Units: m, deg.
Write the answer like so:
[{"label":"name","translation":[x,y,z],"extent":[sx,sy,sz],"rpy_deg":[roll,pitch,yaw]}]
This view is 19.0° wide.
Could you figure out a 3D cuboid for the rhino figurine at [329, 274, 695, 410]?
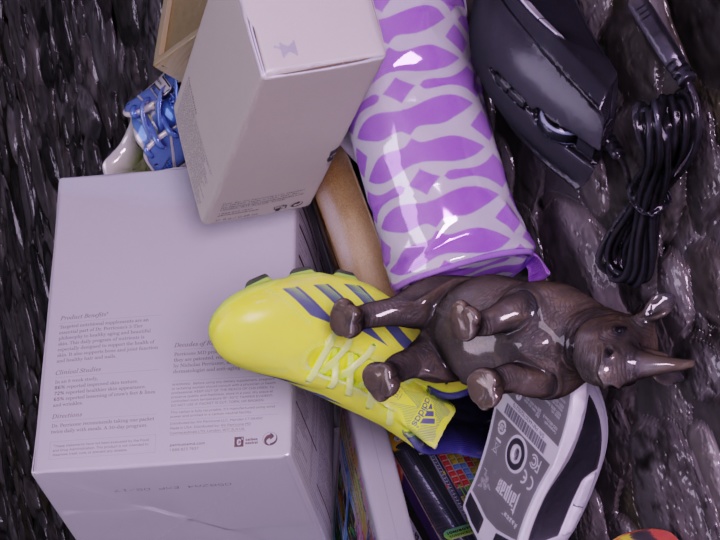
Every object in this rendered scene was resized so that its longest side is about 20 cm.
[{"label":"rhino figurine","translation":[0.082,0.034,1.036],"extent":[0.200,0.087,0.060],"rpy_deg":[4,101,48]}]

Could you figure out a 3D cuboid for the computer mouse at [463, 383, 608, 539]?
[{"label":"computer mouse","translation":[0.089,0.127,1.118],"extent":[0.110,0.044,0.200],"rpy_deg":[50,126,54]}]

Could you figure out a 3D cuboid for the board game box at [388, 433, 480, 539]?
[{"label":"board game box","translation":[0.058,0.217,1.283],"extent":[0.165,0.057,0.200],"rpy_deg":[-121,28,-43]}]

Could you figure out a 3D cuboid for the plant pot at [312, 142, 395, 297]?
[{"label":"plant pot","translation":[0.000,0.000,1.288],"extent":[0.200,0.027,0.200],"rpy_deg":[160,90,-87]}]

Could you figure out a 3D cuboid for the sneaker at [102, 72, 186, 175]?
[{"label":"sneaker","translation":[-0.096,-0.093,1.316],"extent":[0.076,0.077,0.200],"rpy_deg":[61,147,14]}]

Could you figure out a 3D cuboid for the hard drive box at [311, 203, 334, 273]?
[{"label":"hard drive box","translation":[-0.066,-0.105,1.449],"extent":[0.156,0.077,0.200],"rpy_deg":[-121,27,-48]}]

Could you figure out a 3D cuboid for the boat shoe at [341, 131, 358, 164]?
[{"label":"boat shoe","translation":[0.009,-0.134,1.236],"extent":[0.068,0.072,0.200],"rpy_deg":[-43,61,38]}]

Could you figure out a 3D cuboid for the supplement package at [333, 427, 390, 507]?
[{"label":"supplement package","translation":[-0.047,0.184,1.486],"extent":[0.200,0.109,0.114],"rpy_deg":[135,124,-68]}]

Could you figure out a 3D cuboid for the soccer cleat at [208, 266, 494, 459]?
[{"label":"soccer cleat","translation":[0.013,0.055,1.139],"extent":[0.065,0.200,0.084],"rpy_deg":[-53,38,26]}]

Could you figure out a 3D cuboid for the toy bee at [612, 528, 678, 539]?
[{"label":"toy bee","translation":[0.135,0.193,0.966],"extent":[0.200,0.109,0.131],"rpy_deg":[-148,52,-66]}]

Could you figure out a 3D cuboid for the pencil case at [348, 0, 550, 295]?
[{"label":"pencil case","translation":[0.035,-0.084,1.150],"extent":[0.084,0.085,0.200],"rpy_deg":[-30,70,63]}]

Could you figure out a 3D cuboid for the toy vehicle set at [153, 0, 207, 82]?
[{"label":"toy vehicle set","translation":[-0.063,-0.219,1.262],"extent":[0.124,0.027,0.200],"rpy_deg":[-27,46,43]}]

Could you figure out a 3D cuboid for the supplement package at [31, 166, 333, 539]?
[{"label":"supplement package","translation":[-0.100,0.060,1.309],"extent":[0.151,0.152,0.200],"rpy_deg":[73,-165,-58]}]

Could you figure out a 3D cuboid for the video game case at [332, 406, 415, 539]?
[{"label":"video game case","translation":[0.005,0.188,1.248],"extent":[0.200,0.024,0.182],"rpy_deg":[-104,16,-61]}]

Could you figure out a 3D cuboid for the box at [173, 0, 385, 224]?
[{"label":"box","translation":[-0.047,-0.100,1.145],"extent":[0.200,0.068,0.082],"rpy_deg":[125,133,-67]}]

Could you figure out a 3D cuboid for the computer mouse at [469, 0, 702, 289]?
[{"label":"computer mouse","translation":[0.096,-0.100,1.021],"extent":[0.140,0.046,0.200],"rpy_deg":[104,150,-53]}]
